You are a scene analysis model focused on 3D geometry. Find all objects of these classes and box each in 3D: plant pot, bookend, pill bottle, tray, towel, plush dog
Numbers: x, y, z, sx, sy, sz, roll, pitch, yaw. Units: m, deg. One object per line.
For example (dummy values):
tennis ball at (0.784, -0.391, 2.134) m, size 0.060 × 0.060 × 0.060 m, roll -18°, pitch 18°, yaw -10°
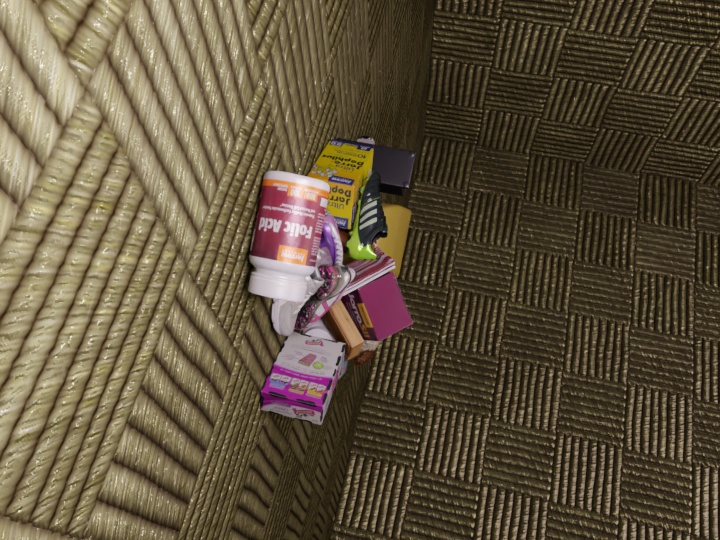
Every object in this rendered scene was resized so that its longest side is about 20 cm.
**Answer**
plant pot at (0.013, -0.101, 1.806) m, size 0.200 × 0.192 × 0.197 m, roll 26°, pitch 75°, yaw -77°
bookend at (0.039, -0.246, 1.719) m, size 0.199 × 0.198 × 0.093 m, roll 48°, pitch 54°, yaw -79°
pill bottle at (-0.122, -0.055, 1.124) m, size 0.114 × 0.113 × 0.202 m, roll 8°, pitch 92°, yaw -82°
tray at (-0.061, 0.103, 1.571) m, size 0.201 × 0.037 × 0.099 m, roll 59°, pitch -20°, yaw 17°
pill bottle at (-0.085, 0.154, 1.712) m, size 0.200 × 0.108 × 0.110 m, roll -53°, pitch 153°, yaw -72°
towel at (0.000, 0.000, 1.555) m, size 0.023 × 0.143 × 0.200 m, roll 61°, pitch -3°, yaw -13°
plush dog at (-0.024, 0.178, 1.946) m, size 0.161 × 0.170 × 0.201 m, roll 85°, pitch 18°, yaw -62°

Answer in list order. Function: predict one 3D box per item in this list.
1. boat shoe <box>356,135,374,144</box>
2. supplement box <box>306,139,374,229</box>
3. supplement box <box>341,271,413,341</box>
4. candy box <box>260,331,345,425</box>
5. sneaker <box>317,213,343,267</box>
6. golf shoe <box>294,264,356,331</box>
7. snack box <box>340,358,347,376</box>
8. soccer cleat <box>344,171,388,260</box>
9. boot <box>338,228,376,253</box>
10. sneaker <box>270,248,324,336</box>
boat shoe at (0.013, -0.273, 1.911) m, size 0.093 × 0.074 × 0.202 m, roll 84°, pitch 12°, yaw -63°
supplement box at (-0.045, -0.196, 1.505) m, size 0.201 × 0.108 × 0.110 m, roll -69°, pitch 167°, yaw -53°
supplement box at (0.016, 0.085, 1.574) m, size 0.200 × 0.103 × 0.132 m, roll -9°, pitch -77°, yaw 65°
candy box at (-0.120, 0.226, 1.457) m, size 0.201 × 0.135 × 0.061 m, roll -68°, pitch 168°, yaw -53°
sneaker at (-0.083, -0.034, 1.426) m, size 0.201 × 0.088 × 0.081 m, roll 92°, pitch -11°, yaw -51°
golf shoe at (-0.082, 0.063, 1.430) m, size 0.200 × 0.092 × 0.073 m, roll -46°, pitch -122°, yaw 35°
snack box at (-0.105, 0.238, 1.655) m, size 0.200 × 0.115 × 0.037 m, roll -12°, pitch 113°, yaw -82°
soccer cleat at (0.026, -0.113, 1.440) m, size 0.068 × 0.080 × 0.202 m, roll 76°, pitch 27°, yaw -71°
boot at (-0.043, -0.070, 1.528) m, size 0.200 × 0.153 × 0.074 m, roll -36°, pitch 137°, yaw -79°
sneaker at (-0.121, 0.041, 1.347) m, size 0.076 × 0.091 × 0.202 m, roll -52°, pitch 152°, yaw -71°
